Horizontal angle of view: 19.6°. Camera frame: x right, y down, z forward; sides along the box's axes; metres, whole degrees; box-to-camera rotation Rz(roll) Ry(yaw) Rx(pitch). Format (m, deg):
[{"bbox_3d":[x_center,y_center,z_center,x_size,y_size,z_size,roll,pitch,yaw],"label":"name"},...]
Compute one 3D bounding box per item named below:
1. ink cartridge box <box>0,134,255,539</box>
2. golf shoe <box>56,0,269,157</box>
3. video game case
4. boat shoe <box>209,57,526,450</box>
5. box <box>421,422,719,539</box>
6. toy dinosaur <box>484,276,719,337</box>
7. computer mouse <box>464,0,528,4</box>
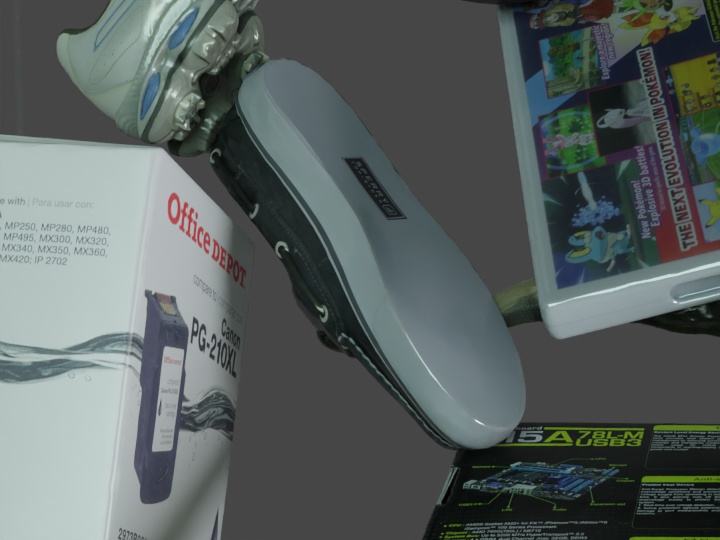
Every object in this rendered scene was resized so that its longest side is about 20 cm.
[{"bbox_3d":[-0.108,0.062,0.832,0.084,0.145,0.202,3,77,13],"label":"ink cartridge box"},{"bbox_3d":[-0.063,-0.153,0.918,0.097,0.078,0.201,30,83,25],"label":"golf shoe"},{"bbox_3d":[0.149,-0.067,0.817,0.181,0.023,0.201,-14,42,10],"label":"video game case"},{"bbox_3d":[0.000,0.000,0.863,0.057,0.068,0.201,-50,57,31],"label":"boat shoe"},{"bbox_3d":[0.119,0.111,0.746,0.198,0.193,0.048,-1,107,13],"label":"box"},{"bbox_3d":[0.127,-0.010,0.849,0.198,0.047,0.089,-3,82,17],"label":"toy dinosaur"},{"bbox_3d":[0.106,-0.165,0.855,0.199,0.053,0.139,-26,51,34],"label":"computer mouse"}]
